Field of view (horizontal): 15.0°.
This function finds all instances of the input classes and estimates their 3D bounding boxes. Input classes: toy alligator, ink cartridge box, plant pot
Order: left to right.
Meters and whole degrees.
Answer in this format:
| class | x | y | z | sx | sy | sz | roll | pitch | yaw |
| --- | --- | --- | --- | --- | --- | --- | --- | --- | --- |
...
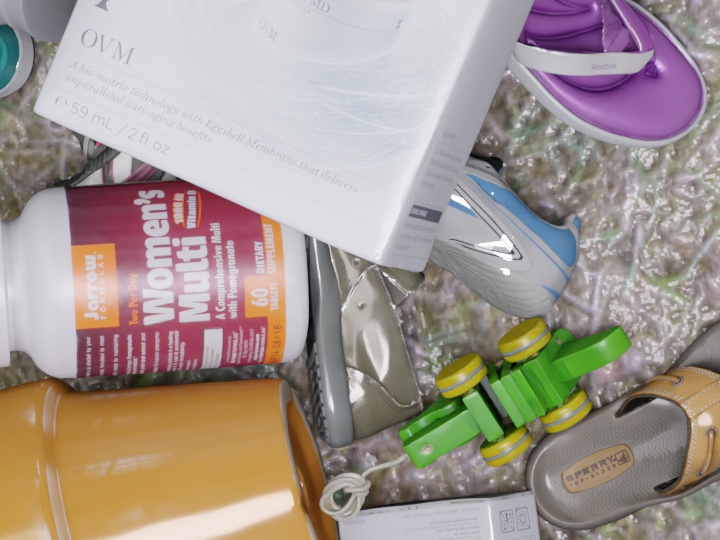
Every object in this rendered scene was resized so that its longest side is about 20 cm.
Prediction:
| class | x | y | z | sx | sy | sz | roll | pitch | yaw |
| --- | --- | --- | --- | --- | --- | --- | --- | --- | --- |
| plant pot | -0.113 | 0.146 | 1.558 | 0.182 | 0.200 | 0.201 | -15 | 84 | 7 |
| ink cartridge box | 0.055 | 0.229 | 1.540 | 0.109 | 0.050 | 0.201 | -9 | 86 | 37 |
| toy alligator | 0.064 | 0.079 | 1.540 | 0.199 | 0.054 | 0.059 | -30 | 100 | 13 |

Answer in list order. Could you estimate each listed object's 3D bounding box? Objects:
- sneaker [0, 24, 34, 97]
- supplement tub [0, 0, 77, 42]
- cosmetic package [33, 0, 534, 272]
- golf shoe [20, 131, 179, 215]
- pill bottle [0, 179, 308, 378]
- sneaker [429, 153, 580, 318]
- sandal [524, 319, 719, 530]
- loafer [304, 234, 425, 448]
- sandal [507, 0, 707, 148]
| class | x | y | z | sx | sy | sz | roll | pitch | yaw |
| --- | --- | --- | --- | --- | --- | --- | --- | --- | --- |
| sneaker | -0.314 | -0.134 | 1.671 | 0.199 | 0.121 | 0.084 | 0 | 90 | 23 |
| supplement tub | -0.237 | -0.236 | 1.625 | 0.199 | 0.145 | 0.146 | 31 | 101 | 20 |
| cosmetic package | -0.028 | -0.130 | 1.391 | 0.198 | 0.123 | 0.201 | 23 | 93 | 11 |
| golf shoe | -0.151 | -0.030 | 1.629 | 0.088 | 0.077 | 0.200 | 36 | 109 | 4 |
| pill bottle | -0.134 | 0.004 | 1.557 | 0.199 | 0.110 | 0.110 | -4 | 88 | -9 |
| sneaker | 0.033 | -0.046 | 1.517 | 0.199 | 0.072 | 0.073 | 30 | 65 | -15 |
| sandal | 0.170 | 0.083 | 1.499 | 0.199 | 0.055 | 0.082 | -27 | 78 | 22 |
| loafer | 0.000 | 0.000 | 1.573 | 0.069 | 0.075 | 0.201 | -4 | 86 | -9 |
| sandal | 0.111 | -0.134 | 1.470 | 0.202 | 0.050 | 0.083 | 34 | 72 | -18 |
